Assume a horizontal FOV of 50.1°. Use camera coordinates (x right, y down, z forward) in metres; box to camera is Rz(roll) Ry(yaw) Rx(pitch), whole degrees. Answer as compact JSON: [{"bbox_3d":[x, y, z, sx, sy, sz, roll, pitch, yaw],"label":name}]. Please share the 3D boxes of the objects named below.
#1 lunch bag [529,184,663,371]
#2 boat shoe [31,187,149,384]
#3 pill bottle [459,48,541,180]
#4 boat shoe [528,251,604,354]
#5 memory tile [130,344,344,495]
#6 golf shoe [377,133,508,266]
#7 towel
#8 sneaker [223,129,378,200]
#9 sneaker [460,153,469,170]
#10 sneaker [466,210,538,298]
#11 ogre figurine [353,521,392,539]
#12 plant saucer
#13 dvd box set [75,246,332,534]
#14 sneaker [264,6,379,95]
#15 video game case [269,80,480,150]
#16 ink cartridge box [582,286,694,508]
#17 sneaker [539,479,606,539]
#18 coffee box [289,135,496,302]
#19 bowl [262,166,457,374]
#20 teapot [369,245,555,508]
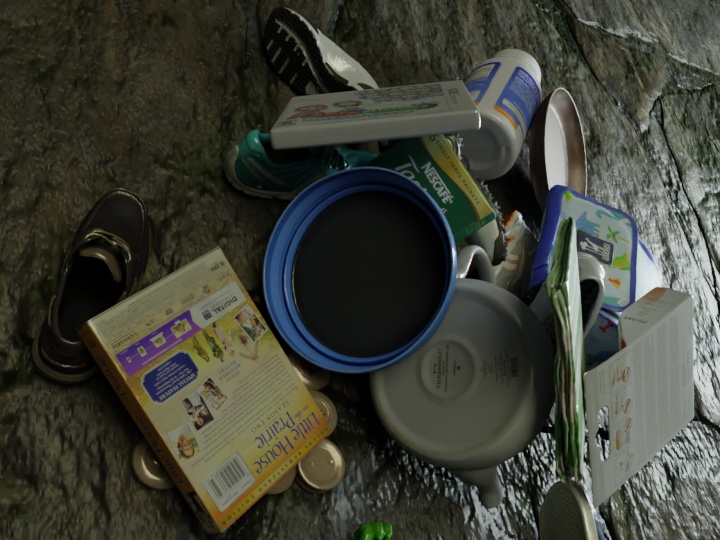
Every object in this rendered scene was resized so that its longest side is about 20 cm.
[{"bbox_3d":[0.278,0.015,0.932,0.200,0.127,0.170,44,44,-24],"label":"lunch bag"},{"bbox_3d":[-0.225,0.003,0.681,0.074,0.073,0.200,20,52,-21],"label":"boat shoe"},{"bbox_3d":[0.186,-0.223,1.063,0.112,0.112,0.200,38,48,-6],"label":"pill bottle"},{"bbox_3d":[0.202,0.078,0.822,0.072,0.200,0.069,29,22,-3],"label":"boat shoe"},{"bbox_3d":[-0.110,0.130,0.711,0.200,0.017,0.153,10,57,-28],"label":"memory tile"},{"bbox_3d":[0.090,-0.083,0.869,0.094,0.078,0.200,-26,79,-13],"label":"golf shoe"},{"bbox_3d":[0.190,0.071,0.707,0.153,0.023,0.200,-54,138,-59],"label":"towel"},{"bbox_3d":[-0.052,-0.118,0.865,0.200,0.080,0.078,-2,62,-34],"label":"sneaker"},{"bbox_3d":[0.081,-0.072,0.933,0.091,0.066,0.200,51,52,2],"label":"sneaker"},{"bbox_3d":[0.179,0.011,0.936,0.092,0.076,0.200,43,49,-7],"label":"sneaker"},{"bbox_3d":[-0.038,0.290,0.602,0.200,0.098,0.120,-3,51,-46],"label":"ogre figurine"},{"bbox_3d":[0.273,-0.150,1.068,0.200,0.032,0.200,6,83,-58],"label":"plant saucer"},{"bbox_3d":[-0.125,0.097,0.658,0.146,0.029,0.200,-37,98,-43],"label":"dvd box set"},{"bbox_3d":[-0.041,-0.250,0.975,0.200,0.074,0.080,50,33,-2],"label":"sneaker"},{"bbox_3d":[0.016,-0.166,0.805,0.200,0.024,0.182,-5,23,4],"label":"video game case"},{"bbox_3d":[0.282,0.129,0.810,0.200,0.050,0.162,-25,116,-32],"label":"ink cartridge box"},{"bbox_3d":[0.248,0.312,0.787,0.084,0.075,0.200,-1,72,-31],"label":"sneaker"},{"bbox_3d":[0.027,-0.054,0.811,0.123,0.200,0.044,60,7,14],"label":"coffee box"},{"bbox_3d":[0.000,0.000,0.752,0.039,0.200,0.201,23,41,-65],"label":"bowl"},{"bbox_3d":[0.113,0.103,0.781,0.197,0.200,0.146,45,11,28],"label":"teapot"}]
